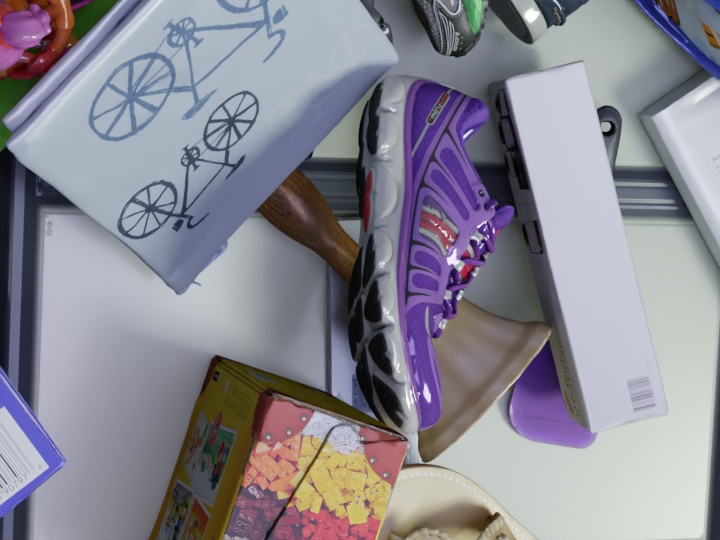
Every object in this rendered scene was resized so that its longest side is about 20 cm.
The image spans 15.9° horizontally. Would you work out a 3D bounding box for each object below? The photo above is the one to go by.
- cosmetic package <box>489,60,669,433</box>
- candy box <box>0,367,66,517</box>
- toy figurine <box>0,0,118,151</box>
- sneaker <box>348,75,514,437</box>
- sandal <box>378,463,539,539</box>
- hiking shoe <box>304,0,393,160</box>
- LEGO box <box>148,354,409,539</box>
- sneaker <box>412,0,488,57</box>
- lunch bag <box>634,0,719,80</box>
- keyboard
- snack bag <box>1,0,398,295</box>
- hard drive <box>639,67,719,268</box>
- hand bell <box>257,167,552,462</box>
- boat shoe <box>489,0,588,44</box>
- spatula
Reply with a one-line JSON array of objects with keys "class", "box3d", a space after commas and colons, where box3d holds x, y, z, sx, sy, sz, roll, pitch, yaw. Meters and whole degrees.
[{"class": "cosmetic package", "box3d": [0.120, -0.014, 1.448, 0.050, 0.083, 0.201, -14, 93, -1]}, {"class": "candy box", "box3d": [-0.238, 0.036, 1.286, 0.077, 0.200, 0.169, -37, 105, -9]}, {"class": "toy figurine", "box3d": [-0.202, -0.109, 1.268, 0.199, 0.184, 0.151, -15, 103, -4]}, {"class": "sneaker", "box3d": [0.040, -0.011, 1.364, 0.083, 0.081, 0.201, 7, 70, -8]}, {"class": "sandal", "box3d": [0.076, 0.170, 1.434, 0.211, 0.070, 0.078, 32, 87, -46]}, {"class": "hiking shoe", "box3d": [-0.078, -0.145, 1.384, 0.200, 0.076, 0.101, 35, 82, -20]}, {"class": "LEGO box", "box3d": [-0.052, 0.134, 1.359, 0.077, 0.200, 0.150, 19, 90, -12]}, {"class": "sneaker", "box3d": [-0.003, -0.197, 1.407, 0.085, 0.078, 0.200, -39, 98, -11]}, {"class": "lunch bag", "box3d": [0.247, -0.190, 1.458, 0.200, 0.124, 0.170, 41, 79, 8]}, {"class": "keyboard", "box3d": [0.008, 0.069, 1.477, 0.056, 0.011, 0.201, -2, 97, -13]}, {"class": "snack bag", "box3d": [-0.074, -0.094, 1.327, 0.189, 0.021, 0.200, -47, 148, -1]}, {"class": "hard drive", "box3d": [0.266, -0.042, 1.540, 0.132, 0.026, 0.201, -33, 106, -12]}, {"class": "hand bell", "box3d": [0.000, 0.000, 1.427, 0.200, 0.104, 0.104, 44, 82, -3]}, {"class": "boat shoe", "box3d": [0.068, -0.221, 1.425, 0.062, 0.075, 0.200, -36, 108, -10]}, {"class": "spatula", "box3d": [0.126, 0.003, 1.500, 0.056, 0.021, 0.201, 8, 93, -11]}]
